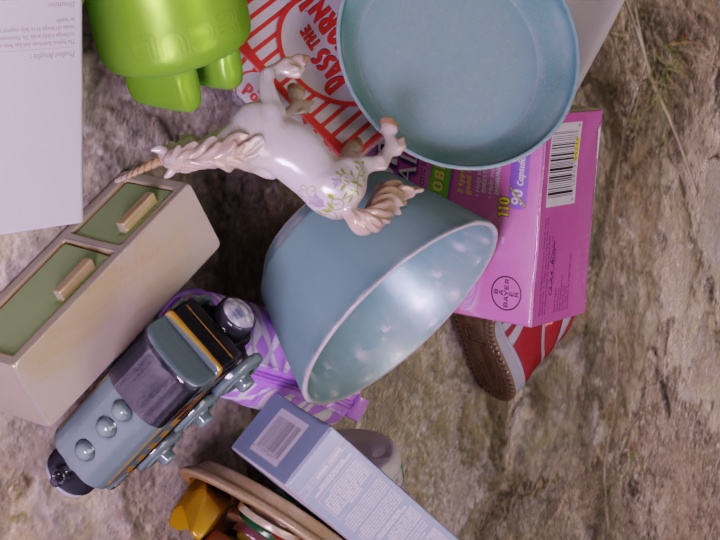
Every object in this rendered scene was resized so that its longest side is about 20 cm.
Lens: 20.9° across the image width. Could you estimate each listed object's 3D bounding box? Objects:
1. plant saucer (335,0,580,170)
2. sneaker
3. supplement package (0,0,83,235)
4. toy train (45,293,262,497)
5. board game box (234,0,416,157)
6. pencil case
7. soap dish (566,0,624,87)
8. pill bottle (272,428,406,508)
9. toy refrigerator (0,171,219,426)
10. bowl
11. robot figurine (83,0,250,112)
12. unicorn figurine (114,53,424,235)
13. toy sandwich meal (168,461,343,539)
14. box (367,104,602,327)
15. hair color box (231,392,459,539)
[{"bbox_3d":[0.073,-0.170,1.528,0.200,0.036,0.200,4,76,-15],"label":"plant saucer"},{"bbox_3d":[0.141,0.016,1.833,0.112,0.071,0.200,-43,137,-29],"label":"sneaker"},{"bbox_3d":[-0.263,-0.128,1.292,0.117,0.117,0.200,-11,108,-48],"label":"supplement package"},{"bbox_3d":[-0.156,0.093,1.436,0.085,0.200,0.114,50,34,6],"label":"toy train"},{"bbox_3d":[-0.009,-0.181,1.563,0.152,0.046,0.200,45,56,1],"label":"board game box"},{"bbox_3d":[-0.081,0.073,1.579,0.200,0.085,0.084,19,96,-51],"label":"pencil case"},{"bbox_3d":[0.154,-0.253,1.700,0.157,0.081,0.200,50,59,-38],"label":"soap dish"},{"bbox_3d":[-0.008,0.247,1.687,0.113,0.113,0.200,-30,120,-41],"label":"pill bottle"},{"bbox_3d":[-0.201,0.015,1.434,0.200,0.076,0.070,-48,132,-29],"label":"toy refrigerator"},{"bbox_3d":[0.000,0.000,1.532,0.201,0.105,0.201,-38,160,-17],"label":"bowl"},{"bbox_3d":[-0.146,-0.218,1.405,0.175,0.116,0.200,-33,123,-33],"label":"robot figurine"},{"bbox_3d":[-0.057,-0.090,1.431,0.137,0.200,0.074,-56,166,-42],"label":"unicorn figurine"},{"bbox_3d":[-0.077,0.224,1.551,0.070,0.205,0.205,-57,136,-14],"label":"toy sandwich meal"},{"bbox_3d":[0.088,-0.059,1.646,0.097,0.200,0.176,-10,108,-54],"label":"box"},{"bbox_3d":[0.000,0.187,1.547,0.061,0.099,0.200,-50,120,-9],"label":"hair color box"}]
